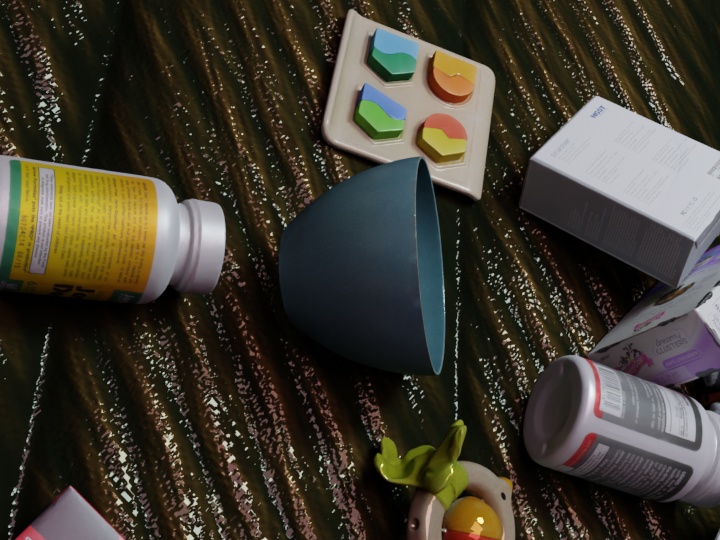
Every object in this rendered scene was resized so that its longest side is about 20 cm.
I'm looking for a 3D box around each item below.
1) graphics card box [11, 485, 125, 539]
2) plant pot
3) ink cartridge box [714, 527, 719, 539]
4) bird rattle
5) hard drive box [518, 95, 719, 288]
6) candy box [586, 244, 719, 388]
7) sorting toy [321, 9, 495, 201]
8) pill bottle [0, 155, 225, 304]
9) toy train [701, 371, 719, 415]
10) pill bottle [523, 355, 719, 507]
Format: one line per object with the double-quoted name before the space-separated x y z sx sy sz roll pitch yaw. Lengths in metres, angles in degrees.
"graphics card box" -0.246 0.274 0.829 0.125 0.051 0.200 46 55 0
"plant pot" 0.000 0.000 1.031 0.134 0.200 0.200 -4 62 10
"ink cartridge box" 0.385 0.295 1.081 0.084 0.144 0.200 18 49 27
"bird rattle" 0.083 0.238 0.995 0.163 0.113 0.200 19 60 -37
"hard drive box" 0.304 -0.093 1.238 0.200 0.077 0.156 31 51 22
"candy box" 0.365 0.043 1.191 0.200 0.168 0.072 -37 92 -35
"sorting toy" 0.062 -0.188 1.234 0.200 0.036 0.185 21 57 -17
"pill bottle" -0.223 -0.030 0.958 0.200 0.113 0.113 7 63 -25
"toy train" 0.470 0.157 1.248 0.200 0.085 0.114 13 70 -21
"pill bottle" 0.275 0.166 1.118 0.200 0.114 0.114 20 58 -18
